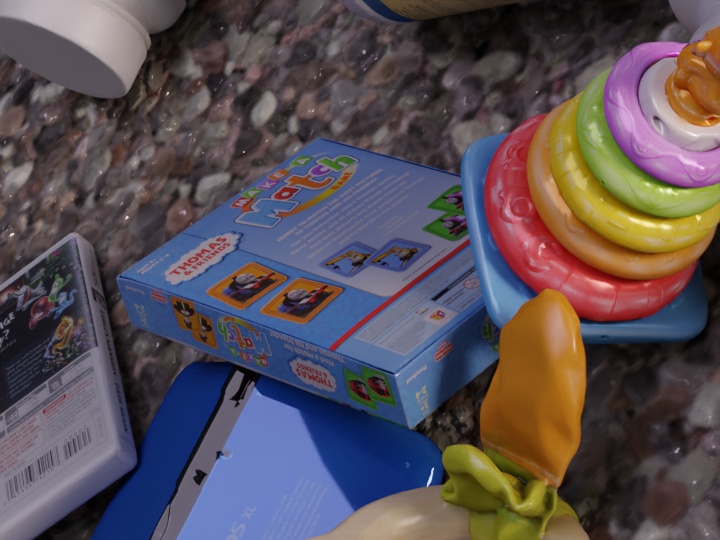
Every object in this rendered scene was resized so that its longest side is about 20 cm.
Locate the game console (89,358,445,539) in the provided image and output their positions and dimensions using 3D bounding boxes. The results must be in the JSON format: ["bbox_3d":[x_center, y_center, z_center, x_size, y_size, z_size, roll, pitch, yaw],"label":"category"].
[{"bbox_3d":[-0.068,0.153,1.196,0.170,0.118,0.200,24,78,12],"label":"game console"}]

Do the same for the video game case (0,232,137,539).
[{"bbox_3d":[-0.217,0.094,1.331,0.200,0.023,0.182,-36,41,15],"label":"video game case"}]

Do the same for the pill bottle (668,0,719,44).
[{"bbox_3d":[0.204,-0.165,1.123,0.112,0.112,0.200,-7,59,34],"label":"pill bottle"}]

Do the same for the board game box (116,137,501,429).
[{"bbox_3d":[0.000,0.000,1.179,0.200,0.037,0.151,19,44,42],"label":"board game box"}]

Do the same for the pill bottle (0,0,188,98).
[{"bbox_3d":[-0.139,-0.211,1.415,0.113,0.113,0.200,11,70,41],"label":"pill bottle"}]

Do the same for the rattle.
[{"bbox_3d":[0.005,0.107,1.034,0.200,0.143,0.130,-7,42,-9],"label":"rattle"}]

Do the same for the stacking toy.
[{"bbox_3d":[0.129,-0.056,1.043,0.200,0.116,0.110,124,143,-57],"label":"stacking toy"}]

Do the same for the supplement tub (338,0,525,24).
[{"bbox_3d":[0.078,-0.210,1.225,0.200,0.145,0.145,-7,59,34],"label":"supplement tub"}]
